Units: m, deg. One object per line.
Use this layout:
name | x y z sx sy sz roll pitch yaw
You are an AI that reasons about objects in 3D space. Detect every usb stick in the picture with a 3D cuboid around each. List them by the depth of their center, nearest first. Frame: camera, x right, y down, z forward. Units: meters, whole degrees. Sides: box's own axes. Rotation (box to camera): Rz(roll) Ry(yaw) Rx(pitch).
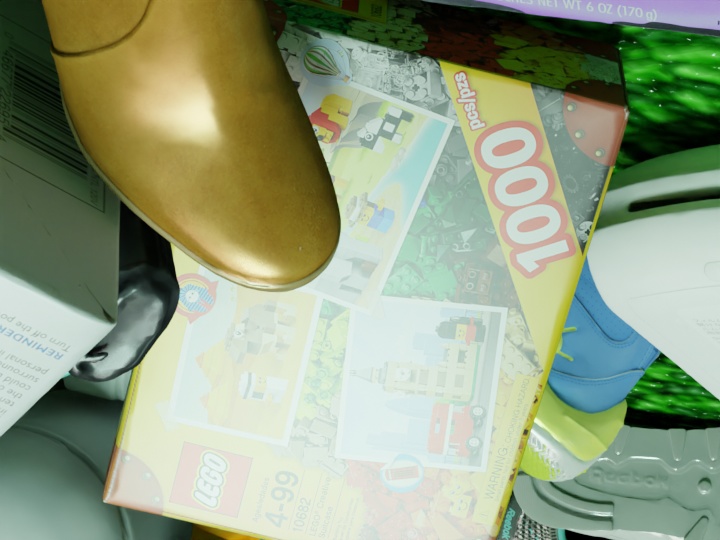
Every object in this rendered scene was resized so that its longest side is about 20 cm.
usb stick | -0.097 -0.032 0.955 0.033 0.200 0.055 28 115 -26

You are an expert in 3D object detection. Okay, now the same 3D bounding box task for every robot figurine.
robot figurine | -0.145 0.117 1.176 0.113 0.170 0.200 -26 -179 16

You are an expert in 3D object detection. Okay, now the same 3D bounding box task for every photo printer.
photo printer | 0.196 0.009 1.046 0.166 0.070 0.200 -4 154 35

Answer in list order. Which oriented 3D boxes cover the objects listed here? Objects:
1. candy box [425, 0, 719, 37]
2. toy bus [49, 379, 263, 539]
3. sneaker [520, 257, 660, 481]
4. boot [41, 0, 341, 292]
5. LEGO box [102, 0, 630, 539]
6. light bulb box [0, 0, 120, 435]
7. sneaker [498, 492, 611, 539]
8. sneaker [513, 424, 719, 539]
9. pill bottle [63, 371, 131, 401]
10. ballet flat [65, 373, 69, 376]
candy box | 0.051 -0.146 0.725 0.168 0.072 0.200 8 160 11
toy bus | -0.092 0.119 1.331 0.192 0.200 0.136 -12 154 36
sneaker | 0.050 -0.011 1.096 0.200 0.105 0.076 49 165 -12
boot | -0.057 -0.092 0.815 0.201 0.071 0.144 55 157 1
LEGO box | 0.000 0.000 0.964 0.149 0.200 0.077 13 -157 -4
light bulb box | -0.191 -0.015 0.924 0.125 0.198 0.200 30 125 -27
sneaker | 0.147 0.165 1.482 0.200 0.078 0.091 23 153 -29
sneaker | 0.178 0.118 1.361 0.200 0.076 0.081 14 171 9
pill bottle | -0.028 0.034 1.182 0.200 0.111 0.111 12 159 2
ballet flat | -0.109 -0.029 1.050 0.067 0.200 0.070 -23 109 19
